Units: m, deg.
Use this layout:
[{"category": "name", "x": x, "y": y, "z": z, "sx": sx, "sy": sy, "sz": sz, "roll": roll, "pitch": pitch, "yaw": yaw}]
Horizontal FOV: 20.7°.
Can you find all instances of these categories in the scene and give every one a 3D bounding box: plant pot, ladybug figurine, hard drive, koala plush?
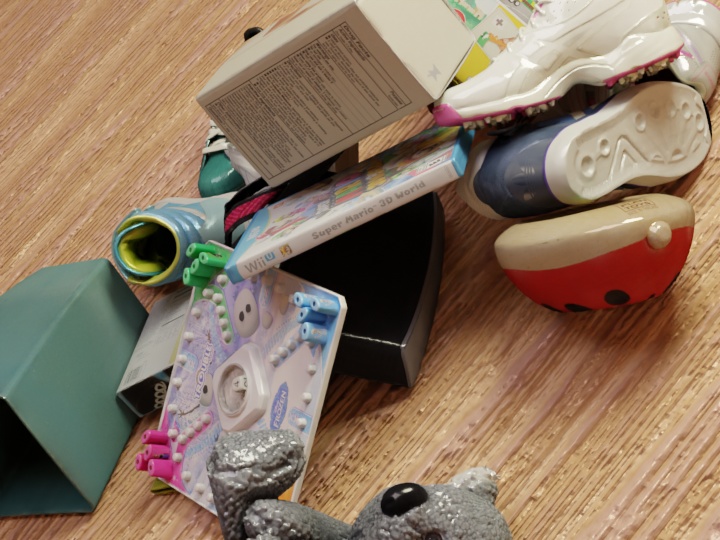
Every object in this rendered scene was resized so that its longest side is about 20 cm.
[{"category": "plant pot", "x": -0.275, "y": 0.091, "z": 1.732, "sx": 0.140, "sy": 0.142, "sz": 0.201, "roll": -8, "pitch": 40, "yaw": 37}, {"category": "ladybug figurine", "x": 0.175, "y": -0.011, "z": 1.448, "sx": 0.135, "sy": 0.073, "sz": 0.200, "roll": -14, "pitch": 2, "yaw": -17}, {"category": "hard drive", "x": 0.000, "y": 0.000, "z": 1.605, "sx": 0.133, "sy": 0.043, "sz": 0.201, "roll": 11, "pitch": 46, "yaw": 2}, {"category": "koala plush", "x": 0.014, "y": 0.203, "z": 1.341, "sx": 0.198, "sy": 0.185, "sz": 0.178, "roll": -15, "pitch": 34, "yaw": -3}]

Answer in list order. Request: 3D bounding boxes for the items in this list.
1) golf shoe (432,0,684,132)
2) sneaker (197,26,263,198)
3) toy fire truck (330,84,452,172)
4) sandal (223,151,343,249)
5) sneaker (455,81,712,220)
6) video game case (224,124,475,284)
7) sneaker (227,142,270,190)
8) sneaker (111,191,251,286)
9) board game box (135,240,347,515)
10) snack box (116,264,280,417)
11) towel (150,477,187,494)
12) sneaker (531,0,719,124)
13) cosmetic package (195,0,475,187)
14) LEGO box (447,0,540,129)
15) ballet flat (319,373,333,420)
[{"category": "golf shoe", "x": 0.141, "y": -0.167, "z": 1.491, "sx": 0.198, "sy": 0.092, "sz": 0.075, "roll": -20, "pitch": 2, "yaw": -6}, {"category": "sneaker", "x": -0.122, "y": -0.152, "z": 1.922, "sx": 0.071, "sy": 0.080, "sz": 0.201, "roll": -10, "pitch": 43, "yaw": 35}, {"category": "toy fire truck", "x": 0.041, "y": -0.156, "z": 1.737, "sx": 0.200, "sy": 0.175, "sz": 0.130, "roll": -36, "pitch": 67, "yaw": 47}, {"category": "sandal", "x": -0.078, "y": -0.062, "z": 1.658, "sx": 0.200, "sy": 0.045, "sz": 0.075, "roll": -49, "pitch": 15, "yaw": 27}, {"category": "sneaker", "x": 0.165, "y": -0.093, "z": 1.542, "sx": 0.199, "sy": 0.081, "sz": 0.146, "roll": -23, "pitch": 12, "yaw": -41}, {"category": "video game case", "x": -0.005, "y": -0.059, "z": 1.533, "sx": 0.199, "sy": 0.018, "sz": 0.143, "roll": -25, "pitch": 15, "yaw": 16}, {"category": "sneaker", "x": -0.077, "y": -0.071, "z": 1.787, "sx": 0.074, "sy": 0.088, "sz": 0.200, "roll": -4, "pitch": 14, "yaw": -12}, {"category": "sneaker", "x": -0.191, "y": -0.023, "z": 1.775, "sx": 0.130, "sy": 0.080, "sz": 0.199, "roll": -15, "pitch": -1, "yaw": -41}, {"category": "board game box", "x": -0.100, "y": 0.093, "z": 1.549, "sx": 0.199, "sy": 0.026, "sz": 0.202, "roll": 22, "pitch": 100, "yaw": 51}, {"category": "snack box", "x": -0.117, "y": 0.043, "z": 1.690, "sx": 0.199, "sy": 0.037, "sz": 0.117, "roll": -26, "pitch": 31, "yaw": 35}, {"category": "towel", "x": -0.113, "y": 0.104, "z": 1.674, "sx": 0.086, "sy": 0.018, "sz": 0.201, "roll": -16, "pitch": 40, "yaw": 39}, {"category": "sneaker", "x": 0.207, "y": -0.155, "z": 1.620, "sx": 0.199, "sy": 0.082, "sz": 0.089, "roll": -17, "pitch": 37, "yaw": 29}, {"category": "cosmetic package", "x": -0.021, "y": -0.156, "z": 1.536, "sx": 0.199, "sy": 0.104, "sz": 0.087, "roll": -23, "pitch": 24, "yaw": 44}, {"category": "LEGO box", "x": 0.098, "y": -0.229, "z": 1.578, "sx": 0.149, "sy": 0.200, "sz": 0.077, "roll": -46, "pitch": -9, "yaw": 3}, {"category": "ballet flat", "x": -0.034, "y": 0.065, "z": 1.627, "sx": 0.067, "sy": 0.046, "sz": 0.201, "roll": -35, "pitch": 24, "yaw": 36}]
